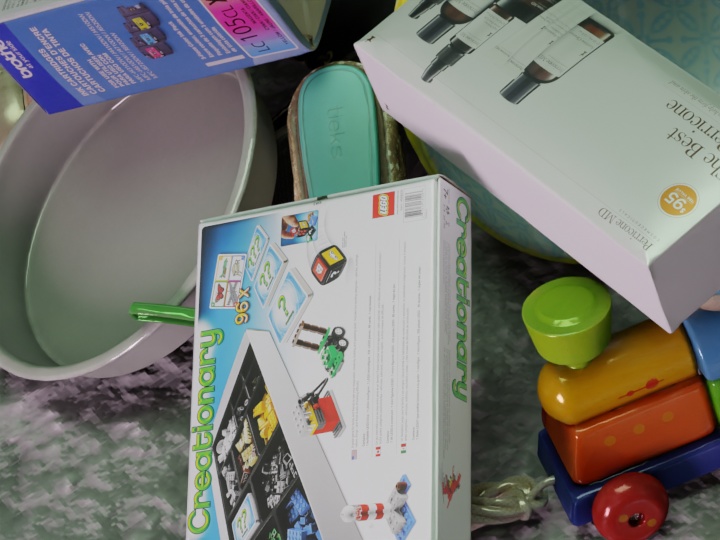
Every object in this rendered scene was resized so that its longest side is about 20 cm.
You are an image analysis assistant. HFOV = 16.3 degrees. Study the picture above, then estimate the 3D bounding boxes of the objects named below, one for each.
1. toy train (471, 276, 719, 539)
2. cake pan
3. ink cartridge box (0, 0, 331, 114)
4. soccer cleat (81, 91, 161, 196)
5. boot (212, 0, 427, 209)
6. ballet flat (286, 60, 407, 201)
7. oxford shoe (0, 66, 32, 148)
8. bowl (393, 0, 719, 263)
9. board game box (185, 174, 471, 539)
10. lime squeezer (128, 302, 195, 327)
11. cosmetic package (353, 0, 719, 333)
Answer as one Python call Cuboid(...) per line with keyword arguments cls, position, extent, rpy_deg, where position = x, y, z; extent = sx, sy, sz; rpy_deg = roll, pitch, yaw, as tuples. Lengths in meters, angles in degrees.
Cuboid(cls="toy train", position=(0.093, 0.053, 1.077), extent=(0.199, 0.116, 0.085), rpy_deg=(-22, 39, -2))
Cuboid(cls="cake pan", position=(-0.118, -0.032, 1.268), extent=(0.200, 0.037, 0.201), rpy_deg=(-23, 52, 32))
Cuboid(cls="ink cartridge box", position=(-0.107, -0.160, 1.256), extent=(0.199, 0.076, 0.137), rpy_deg=(-8, 49, 31))
Cuboid(cls="soccer cleat", position=(-0.118, -0.110, 1.397), extent=(0.076, 0.067, 0.200), rpy_deg=(-18, 42, 10))
Cuboid(cls="boot", position=(-0.012, -0.101, 1.333), extent=(0.200, 0.073, 0.151), rpy_deg=(-37, 36, -6))
Cuboid(cls="ballet flat", position=(0.000, 0.000, 1.206), extent=(0.070, 0.065, 0.201), rpy_deg=(-2, 73, 14))
Cuboid(cls="oxford shoe", position=(-0.203, -0.129, 1.448), extent=(0.074, 0.071, 0.200), rpy_deg=(-18, 39, 7))
Cuboid(cls="bowl", position=(0.094, -0.111, 1.226), extent=(0.200, 0.201, 0.108), rpy_deg=(-31, 20, -13))
Cuboid(cls="board game box", position=(-0.014, 0.066, 1.086), extent=(0.126, 0.035, 0.201), rpy_deg=(-9, 69, 29))
Cuboid(cls="lime squeezer", position=(-0.021, 0.057, 1.140), extent=(0.200, 0.038, 0.071), rpy_deg=(44, 101, 30))
Cuboid(cls="cosmetic package", position=(0.090, -0.062, 1.067), extent=(0.083, 0.051, 0.200), rpy_deg=(-41, 49, -10))
